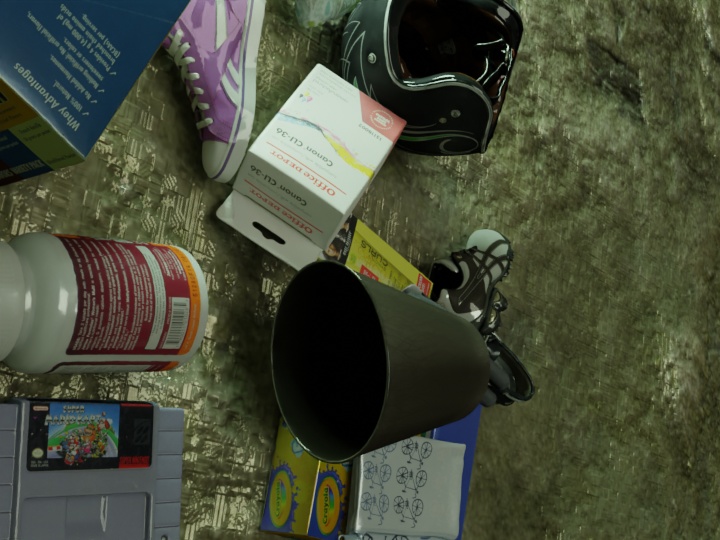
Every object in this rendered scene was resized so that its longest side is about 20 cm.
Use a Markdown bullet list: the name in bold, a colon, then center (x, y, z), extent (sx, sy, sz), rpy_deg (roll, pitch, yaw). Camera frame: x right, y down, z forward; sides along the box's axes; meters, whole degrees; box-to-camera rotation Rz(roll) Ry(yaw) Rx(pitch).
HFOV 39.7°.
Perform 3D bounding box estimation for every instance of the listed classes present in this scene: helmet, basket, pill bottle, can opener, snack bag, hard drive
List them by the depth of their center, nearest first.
- **pill bottle**: center (-0.229, 0.027, 0.800), extent (0.199, 0.109, 0.111), rpy_deg (6, 80, -48)
- **basket**: center (0.029, 0.092, 0.963), extent (0.199, 0.135, 0.183), rpy_deg (12, 64, -52)
- **snack bag**: center (0.046, 0.273, 1.038), extent (0.188, 0.021, 0.203), rpy_deg (20, 72, -47)
- **helmet**: center (0.071, -0.227, 1.115), extent (0.200, 0.189, 0.202), rpy_deg (17, 90, -82)
- **can opener**: center (0.105, 0.090, 1.125), extent (0.200, 0.067, 0.054), rpy_deg (43, 83, -29)
- **hard drive**: center (0.097, 0.239, 1.173), extent (0.132, 0.025, 0.203), rpy_deg (33, 64, -58)

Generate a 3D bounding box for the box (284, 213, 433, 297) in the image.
- **box**: center (0.000, 0.000, 1.107), extent (0.200, 0.050, 0.076), rpy_deg (40, 55, -39)

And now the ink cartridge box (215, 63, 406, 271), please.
- **ink cartridge box**: center (-0.048, -0.105, 1.011), extent (0.116, 0.068, 0.201), rpy_deg (32, 51, -1)

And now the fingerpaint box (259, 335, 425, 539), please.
- **fingerpaint box**: center (-0.008, 0.189, 1.054), extent (0.166, 0.073, 0.202), rpy_deg (28, 64, -43)

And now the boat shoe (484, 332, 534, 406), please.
- **boat shoe**: center (0.153, 0.103, 1.258), extent (0.200, 0.060, 0.076), rpy_deg (41, 56, -38)

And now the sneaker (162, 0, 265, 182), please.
- **sneaker**: center (-0.159, -0.190, 0.955), extent (0.113, 0.072, 0.203), rpy_deg (6, 85, -28)

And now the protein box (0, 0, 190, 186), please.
- **protein box**: center (-0.268, -0.212, 0.769), extent (0.199, 0.134, 0.201), rpy_deg (47, 52, -34)

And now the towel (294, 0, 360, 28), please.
- **towel**: center (-0.016, -0.375, 1.101), extent (0.200, 0.048, 0.173), rpy_deg (-39, 129, -51)

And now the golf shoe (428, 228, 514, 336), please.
- **golf shoe**: center (0.132, -0.003, 1.224), extent (0.094, 0.078, 0.201), rpy_deg (35, 33, -16)

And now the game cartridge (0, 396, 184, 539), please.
- **game cartridge**: center (-0.233, 0.173, 0.834), extent (0.199, 0.038, 0.131), rpy_deg (10, 81, -47)
